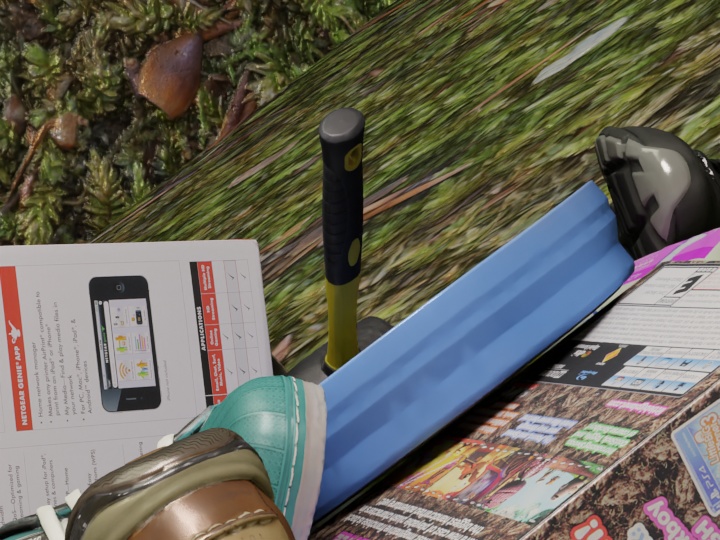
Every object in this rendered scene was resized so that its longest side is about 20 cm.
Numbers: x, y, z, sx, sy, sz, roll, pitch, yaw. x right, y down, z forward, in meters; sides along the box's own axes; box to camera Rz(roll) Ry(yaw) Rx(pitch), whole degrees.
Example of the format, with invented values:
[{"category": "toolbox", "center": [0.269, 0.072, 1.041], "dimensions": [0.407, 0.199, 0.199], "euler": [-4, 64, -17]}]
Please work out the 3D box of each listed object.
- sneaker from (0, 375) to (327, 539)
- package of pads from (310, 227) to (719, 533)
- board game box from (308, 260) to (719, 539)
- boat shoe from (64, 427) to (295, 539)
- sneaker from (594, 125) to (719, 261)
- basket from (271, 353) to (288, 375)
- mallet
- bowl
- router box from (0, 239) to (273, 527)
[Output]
[{"category": "sneaker", "center": [-0.083, 0.104, 0.805], "dimensions": [0.200, 0.080, 0.071], "euler": [-55, 26, 32]}, {"category": "package of pads", "center": [0.076, 0.065, 1.026], "dimensions": [0.200, 0.068, 0.154], "euler": [-26, 12, 43]}, {"category": "board game box", "center": [0.081, 0.091, 0.788], "dimensions": [0.200, 0.097, 0.159], "euler": [-37, 10, -13]}, {"category": "boat shoe", "center": [-0.041, 0.129, 0.711], "dimensions": [0.076, 0.074, 0.200], "euler": [-29, -33, -16]}, {"category": "sneaker", "center": [0.154, -0.032, 1.126], "dimensions": [0.079, 0.076, 0.200], "euler": [-19, -10, 3]}, {"category": "basket", "center": [-0.134, 0.118, 1.243], "dimensions": [0.200, 0.180, 0.136], "euler": [-41, 24, 16]}, {"category": "mallet", "center": [0.000, 0.000, 0.999], "dimensions": [0.066, 0.041, 0.200], "euler": [-32, -30, -30]}, {"category": "bowl", "center": [0.018, 0.041, 0.907], "dimensions": [0.200, 0.039, 0.201], "euler": [-37, -1, -1]}, {"category": "router box", "center": [-0.115, 0.090, 0.960], "dimensions": [0.179, 0.201, 0.049], "euler": [-1, -8, -35]}]
